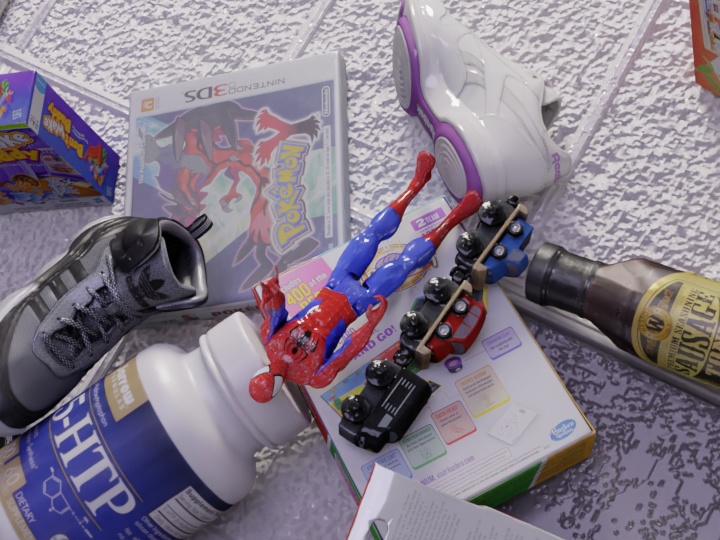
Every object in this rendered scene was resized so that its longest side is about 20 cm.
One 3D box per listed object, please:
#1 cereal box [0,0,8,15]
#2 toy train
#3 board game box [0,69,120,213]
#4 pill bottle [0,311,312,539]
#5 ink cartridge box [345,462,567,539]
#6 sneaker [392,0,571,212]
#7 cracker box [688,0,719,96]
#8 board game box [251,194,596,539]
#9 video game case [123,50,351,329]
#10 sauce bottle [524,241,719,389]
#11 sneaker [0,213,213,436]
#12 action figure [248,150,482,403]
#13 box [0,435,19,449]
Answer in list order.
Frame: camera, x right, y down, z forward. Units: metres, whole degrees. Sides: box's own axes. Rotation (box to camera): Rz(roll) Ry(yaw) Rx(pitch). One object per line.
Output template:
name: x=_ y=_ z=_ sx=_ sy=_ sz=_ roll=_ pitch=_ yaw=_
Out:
cereal box: x=-0.398 y=-0.214 z=1.088 sx=0.143 sy=0.040 sz=0.202 roll=17 pitch=75 yaw=24
toy train: x=0.055 y=0.032 z=0.778 sx=0.046 sy=0.034 sz=0.201 roll=30 pitch=68 yaw=15
board game box: x=-0.308 y=-0.092 z=0.953 sx=0.198 sy=0.135 sz=0.045 roll=-3 pitch=66 yaw=17
pill bottle: x=-0.138 y=0.120 z=0.815 sx=0.199 sy=0.120 sz=0.120 roll=-35 pitch=62 yaw=1
ink cartridge box: x=0.079 y=0.200 z=0.707 sx=0.198 sy=0.050 sz=0.110 roll=23 pitch=75 yaw=1
sneaker: x=0.084 y=-0.127 z=0.886 sx=0.098 sy=0.075 sz=0.201 roll=-13 pitch=58 yaw=-15
cracker box: x=0.303 y=-0.124 z=0.763 sx=0.199 sy=0.134 sz=0.058 roll=38 pitch=82 yaw=27
board game box: x=0.038 y=0.065 z=0.804 sx=0.152 sy=0.040 sz=0.201 roll=-25 pitch=62 yaw=-9
video game case: x=-0.096 y=-0.063 z=0.933 sx=0.180 sy=0.023 sz=0.202 roll=-9 pitch=66 yaw=15
sauce bottle: x=0.200 y=0.033 z=0.771 sx=0.198 sy=0.066 sz=0.067 roll=18 pitch=74 yaw=25
sneaker: x=-0.173 y=0.025 z=0.817 sx=0.113 sy=0.076 sz=0.201 roll=-13 pitch=32 yaw=37
action figure: x=0.000 y=0.000 z=0.759 sx=0.065 sy=0.099 sz=0.200 roll=39 pitch=70 yaw=8
box: x=-0.338 y=0.217 z=0.883 sx=0.198 sy=0.048 sz=0.195 roll=-17 pitch=61 yaw=12
